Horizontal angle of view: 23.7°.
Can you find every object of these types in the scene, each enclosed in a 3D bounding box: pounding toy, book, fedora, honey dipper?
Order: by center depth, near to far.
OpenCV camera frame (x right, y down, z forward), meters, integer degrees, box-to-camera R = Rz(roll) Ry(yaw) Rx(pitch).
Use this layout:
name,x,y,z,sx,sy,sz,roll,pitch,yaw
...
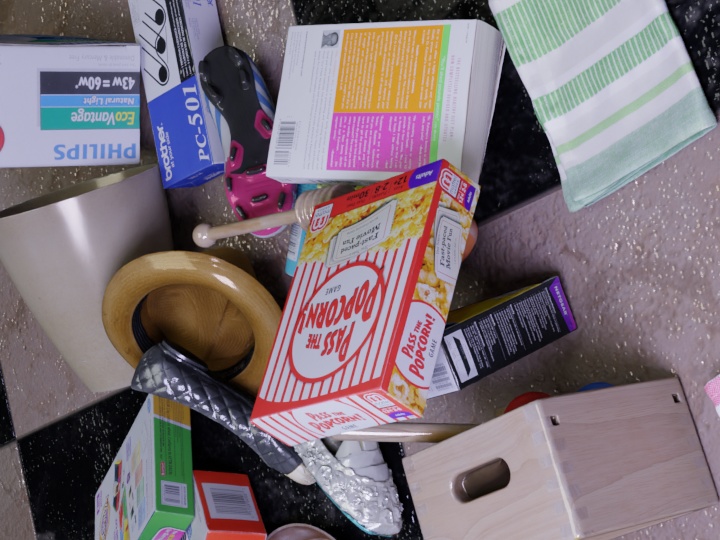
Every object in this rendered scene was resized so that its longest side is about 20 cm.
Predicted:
name,x,y,z,sx,sy,sz,roll,pitch,yaw
pounding toy,0.118,0.145,1.287,0.200,0.184,0.142,-29,72,46
book,0.015,-0.136,1.417,0.200,0.048,0.134,5,83,36
honey dipper,-0.078,-0.043,1.486,0.200,0.038,0.038,-9,87,47
fedora,-0.148,0.038,1.631,0.200,0.082,0.201,11,134,11

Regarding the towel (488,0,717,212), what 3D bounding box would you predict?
name,x,y,z,sx,sy,sz,roll,pitch,yaw
towel,0.178,-0.164,1.310,0.153,0.023,0.200,-35,68,44

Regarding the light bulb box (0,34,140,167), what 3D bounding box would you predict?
name,x,y,z,sx,sy,sz,roll,pitch,yaw
light bulb box,-0.348,-0.177,1.751,0.200,0.198,0.125,18,108,60

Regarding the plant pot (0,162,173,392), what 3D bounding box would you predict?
name,x,y,z,sx,sy,sz,roll,pitch,yaw
plant pot,-0.260,0.014,1.733,0.187,0.187,0.200,-8,104,49

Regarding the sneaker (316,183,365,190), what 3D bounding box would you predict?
name,x,y,z,sx,sy,sz,roll,pitch,yaw
sneaker,0.009,-0.078,1.472,0.075,0.076,0.200,32,116,44

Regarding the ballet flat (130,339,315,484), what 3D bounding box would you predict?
name,x,y,z,sx,sy,sz,roll,pitch,yaw
ballet flat,-0.123,0.139,1.600,0.200,0.066,0.057,36,96,-1

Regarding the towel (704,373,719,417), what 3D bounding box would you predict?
name,x,y,z,sx,sy,sz,roll,pitch,yaw
towel,0.328,0.128,1.163,0.146,0.030,0.200,-47,60,41

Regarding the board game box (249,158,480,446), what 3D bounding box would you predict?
name,x,y,z,sx,sy,sz,roll,pitch,yaw
board game box,0.004,0.026,1.302,0.151,0.046,0.200,-19,47,45

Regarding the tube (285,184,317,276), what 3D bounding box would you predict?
name,x,y,z,sx,sy,sz,roll,pitch,yaw
tube,-0.030,-0.091,1.541,0.077,0.050,0.200,17,103,41

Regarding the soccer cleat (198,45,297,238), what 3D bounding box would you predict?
name,x,y,z,sx,sy,sz,roll,pitch,yaw
soccer cleat,-0.094,-0.116,1.587,0.070,0.086,0.200,-21,68,10

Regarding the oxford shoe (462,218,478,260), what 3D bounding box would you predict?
name,x,y,z,sx,sy,sz,roll,pitch,yaw
oxford shoe,0.000,0.000,1.439,0.200,0.073,0.071,-39,41,15

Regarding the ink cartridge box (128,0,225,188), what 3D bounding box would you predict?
name,x,y,z,sx,sy,sz,roll,pitch,yaw
ink cartridge box,-0.172,-0.189,1.691,0.094,0.044,0.200,-20,79,50

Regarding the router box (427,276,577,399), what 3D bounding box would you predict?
name,x,y,z,sx,sy,sz,roll,pitch,yaw
router box,0.052,0.069,1.378,0.200,0.149,0.051,-20,91,47

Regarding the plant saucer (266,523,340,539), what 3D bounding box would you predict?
name,x,y,z,sx,sy,sz,roll,pitch,yaw
plant saucer,-0.035,0.333,1.596,0.200,0.034,0.201,5,97,48

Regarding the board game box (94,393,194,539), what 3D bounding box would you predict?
name,x,y,z,sx,sy,sz,roll,pitch,yaw
board game box,-0.222,0.238,1.738,0.200,0.040,0.153,122,151,-42

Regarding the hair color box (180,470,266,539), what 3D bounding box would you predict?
name,x,y,z,sx,sy,sz,roll,pitch,yaw
hair color box,-0.151,0.310,1.676,0.111,0.064,0.200,-120,40,-61

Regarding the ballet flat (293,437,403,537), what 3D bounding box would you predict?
name,x,y,z,sx,sy,sz,roll,pitch,yaw
ballet flat,-0.024,0.152,1.538,0.200,0.072,0.072,46,126,34
